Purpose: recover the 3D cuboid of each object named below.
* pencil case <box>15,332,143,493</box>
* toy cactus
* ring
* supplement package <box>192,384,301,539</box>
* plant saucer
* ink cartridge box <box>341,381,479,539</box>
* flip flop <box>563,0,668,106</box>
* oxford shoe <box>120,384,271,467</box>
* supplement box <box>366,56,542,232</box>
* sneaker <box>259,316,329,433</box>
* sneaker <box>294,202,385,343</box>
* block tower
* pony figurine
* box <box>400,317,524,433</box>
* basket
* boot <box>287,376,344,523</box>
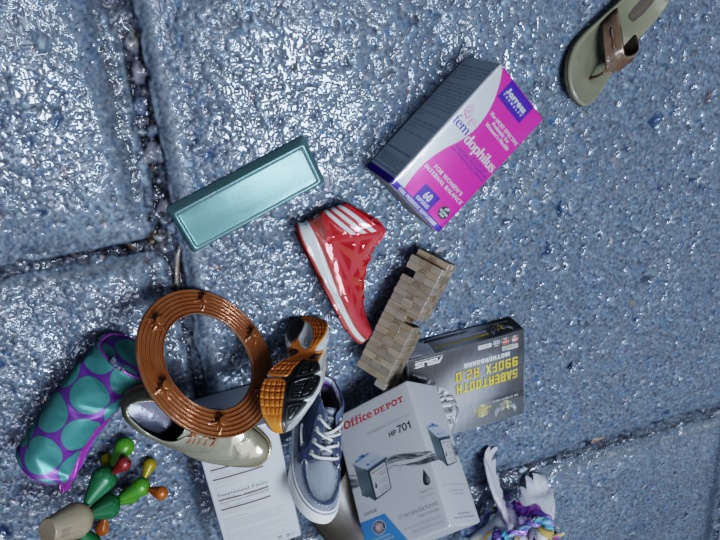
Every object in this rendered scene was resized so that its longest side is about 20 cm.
[{"bbox_3d":[-0.354,0.181,0.881,0.092,0.085,0.200,40,98,8],"label":"pencil case"},{"bbox_3d":[-0.351,0.333,0.915,0.202,0.102,0.165,-67,159,8],"label":"toy cactus"},{"bbox_3d":[-0.187,0.111,0.856,0.200,0.202,0.019,35,129,-28],"label":"ring"},{"bbox_3d":[-0.163,0.282,0.972,0.108,0.114,0.202,-14,113,-11],"label":"supplement package"},{"bbox_3d":[-0.144,-0.096,0.876,0.199,0.019,0.070,-29,118,-6],"label":"plant saucer"},{"bbox_3d":[0.061,0.279,0.960,0.146,0.202,0.086,-33,151,28],"label":"ink cartridge box"},{"bbox_3d":[0.355,-0.315,0.930,0.081,0.058,0.200,39,96,-28],"label":"flip flop"},{"bbox_3d":[-0.202,0.203,0.837,0.198,0.074,0.071,21,85,-14],"label":"oxford shoe"},{"bbox_3d":[0.120,-0.166,0.889,0.101,0.103,0.200,40,93,-27],"label":"supplement box"},{"bbox_3d":[-0.078,0.153,0.910,0.075,0.201,0.093,4,123,11],"label":"sneaker"},{"bbox_3d":[0.000,0.000,0.932,0.115,0.078,0.201,-28,119,-4],"label":"sneaker"},{"bbox_3d":[0.064,0.069,0.976,0.054,0.057,0.202,8,108,-65],"label":"block tower"},{"bbox_3d":[0.253,0.426,1.150,0.165,0.194,0.200,25,121,-23],"label":"pony figurine"},{"bbox_3d":[0.161,0.174,1.074,0.198,0.048,0.160,-12,114,-13],"label":"box"},{"bbox_3d":[-0.002,0.381,1.049,0.135,0.181,0.201,-34,109,10],"label":"basket"},{"bbox_3d":[-0.056,0.239,0.936,0.072,0.201,0.091,14,119,-21],"label":"boot"}]
